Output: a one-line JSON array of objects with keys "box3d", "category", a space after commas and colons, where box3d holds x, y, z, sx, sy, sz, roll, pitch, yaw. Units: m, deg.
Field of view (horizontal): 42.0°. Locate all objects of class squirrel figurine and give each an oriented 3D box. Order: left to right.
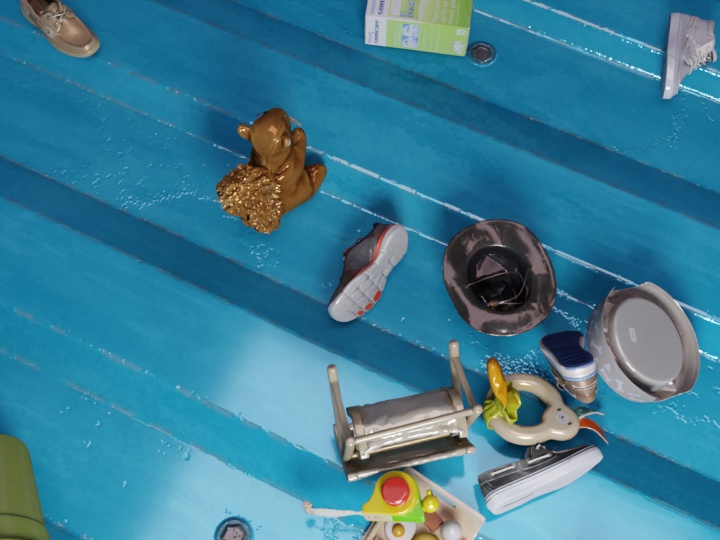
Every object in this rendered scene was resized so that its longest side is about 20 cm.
[{"box3d": [-0.155, -0.169, 1.578, 0.141, 0.187, 0.201, 22, 66, 9], "category": "squirrel figurine"}]

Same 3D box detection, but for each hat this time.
[{"box3d": [0.227, 0.019, 1.557, 0.199, 0.081, 0.202, 0, 73, 1], "category": "hat"}]

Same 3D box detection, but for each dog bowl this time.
[{"box3d": [0.443, 0.117, 1.486, 0.199, 0.059, 0.202, 13, 60, -24], "category": "dog bowl"}]

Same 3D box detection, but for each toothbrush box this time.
[{"box3d": [0.115, -0.505, 1.799, 0.198, 0.086, 0.147, 8, 64, 4], "category": "toothbrush box"}]

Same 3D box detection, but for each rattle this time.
[{"box3d": [0.292, 0.194, 1.439, 0.198, 0.144, 0.130, 14, 33, 16], "category": "rattle"}]

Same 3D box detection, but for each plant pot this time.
[{"box3d": [-0.536, 0.345, 1.345, 0.198, 0.201, 0.191, -12, 52, -7], "category": "plant pot"}]

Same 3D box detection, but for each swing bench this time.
[{"box3d": [0.063, 0.222, 1.384, 0.197, 0.201, 0.130, -12, 54, -6], "category": "swing bench"}]

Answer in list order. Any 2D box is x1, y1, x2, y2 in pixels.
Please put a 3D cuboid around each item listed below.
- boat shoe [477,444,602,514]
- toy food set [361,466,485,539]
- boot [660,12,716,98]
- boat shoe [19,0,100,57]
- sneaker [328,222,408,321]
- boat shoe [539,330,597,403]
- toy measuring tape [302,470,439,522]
[{"box3d": [0.272, 0.299, 1.426, 0.199, 0.072, 0.071, -19, 58, -14], "category": "boat shoe"}, {"box3d": [0.074, 0.410, 1.377, 0.143, 0.061, 0.201, 31, 67, 13], "category": "toy food set"}, {"box3d": [0.622, -0.403, 1.764, 0.095, 0.074, 0.201, 10, 64, 11], "category": "boot"}, {"box3d": [-0.581, -0.476, 1.784, 0.199, 0.065, 0.071, 35, 69, 15], "category": "boat shoe"}, {"box3d": [0.000, 0.000, 1.579, 0.082, 0.077, 0.200, 21, 62, 38], "category": "sneaker"}, {"box3d": [0.323, 0.150, 1.459, 0.072, 0.200, 0.073, -12, 102, 7], "category": "boat shoe"}, {"box3d": [0.016, 0.327, 1.372, 0.198, 0.074, 0.074, 1, 64, 10], "category": "toy measuring tape"}]
